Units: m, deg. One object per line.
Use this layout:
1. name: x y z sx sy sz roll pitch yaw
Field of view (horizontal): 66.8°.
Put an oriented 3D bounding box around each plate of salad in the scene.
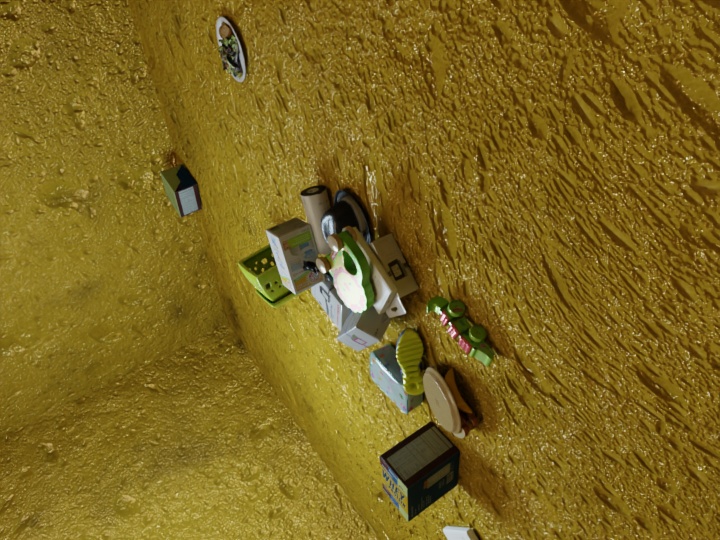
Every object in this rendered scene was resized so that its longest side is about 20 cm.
1. plate of salad: -0.424 -0.704 1.749 0.200 0.048 0.200 45 151 34

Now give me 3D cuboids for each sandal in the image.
1. sandal: 0.140 0.248 1.538 0.087 0.079 0.200 -90 -4 -66

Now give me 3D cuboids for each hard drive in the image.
1. hard drive: 0.357 0.926 1.828 0.132 0.026 0.200 58 156 13
2. hard drive: 0.018 0.002 1.414 0.200 0.026 0.132 57 154 20

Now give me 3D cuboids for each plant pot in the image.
1. plant pot: -0.331 0.021 2.135 0.200 0.199 0.182 31 147 51

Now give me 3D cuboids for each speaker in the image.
1. speaker: -0.118 -0.149 1.648 0.081 0.081 0.200 29 140 52

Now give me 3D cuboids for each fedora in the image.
1. fedora: -0.054 -0.122 1.524 0.201 0.091 0.201 46 151 35

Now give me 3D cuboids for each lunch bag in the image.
1. lunch bag: 0.108 0.333 1.683 0.200 0.077 0.161 43 151 39

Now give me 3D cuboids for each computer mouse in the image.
1. computer mouse: -0.081 0.019 1.629 0.140 0.200 0.046 24 98 62

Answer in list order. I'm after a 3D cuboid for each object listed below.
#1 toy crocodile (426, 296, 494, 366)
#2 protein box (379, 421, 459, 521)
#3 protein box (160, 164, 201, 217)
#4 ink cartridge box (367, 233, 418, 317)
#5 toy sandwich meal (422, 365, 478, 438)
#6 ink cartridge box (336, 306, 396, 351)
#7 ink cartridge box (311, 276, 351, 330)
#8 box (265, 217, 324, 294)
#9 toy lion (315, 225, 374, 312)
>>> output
1. toy crocodile: 0.229 0.136 1.244 0.200 0.062 0.068 52 154 24
2. protein box: 0.181 0.612 1.666 0.135 0.200 0.199 41 148 41
3. protein box: -1.026 -0.456 3.131 0.199 0.135 0.200 49 153 28
4. ink cartridge box: 0.078 0.016 1.427 0.200 0.067 0.116 64 156 0
5. toy sandwich meal: 0.237 0.344 1.447 0.205 0.070 0.206 160 90 -76
6. ink cartridge box: 0.022 0.137 1.551 0.085 0.145 0.200 31 157 -8
7. ink cartridge box: -0.081 0.080 1.803 0.200 0.083 0.145 49 152 33
8. box: -0.199 -0.045 1.687 0.101 0.112 0.200 30 139 54
9. toy lion: -0.026 0.012 1.409 0.192 0.069 0.200 54 150 12
